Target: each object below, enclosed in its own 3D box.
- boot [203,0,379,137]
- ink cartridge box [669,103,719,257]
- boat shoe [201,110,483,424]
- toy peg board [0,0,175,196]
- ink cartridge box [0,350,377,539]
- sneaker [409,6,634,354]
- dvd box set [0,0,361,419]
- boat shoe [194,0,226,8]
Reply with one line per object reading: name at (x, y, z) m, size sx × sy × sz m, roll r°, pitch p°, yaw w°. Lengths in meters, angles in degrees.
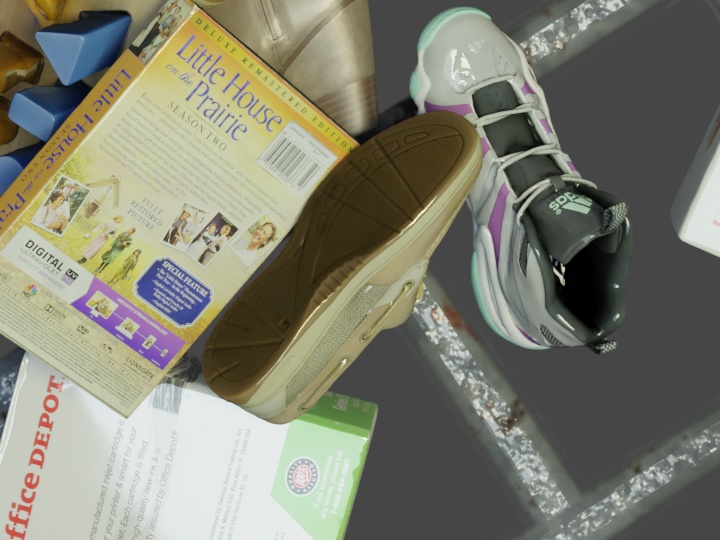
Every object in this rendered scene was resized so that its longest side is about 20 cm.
boot at (-0.086, -0.118, 1.596) m, size 0.200 × 0.070 × 0.146 m, roll -23°, pitch 92°, yaw 7°
ink cartridge box at (0.276, -0.082, 1.560) m, size 0.145 × 0.083 × 0.200 m, roll 24°, pitch 102°, yaw -1°
boat shoe at (0.000, 0.000, 1.545) m, size 0.200 × 0.072 × 0.065 m, roll -50°, pitch 136°, yaw 5°
toy peg board at (-0.209, -0.136, 1.523) m, size 0.199 × 0.098 × 0.200 m, roll 34°, pitch 121°, yaw 18°
ink cartridge box at (-0.105, 0.125, 1.630) m, size 0.200 × 0.084 × 0.146 m, roll 16°, pitch 101°, yaw 1°
sneaker at (0.101, -0.048, 1.547) m, size 0.078 × 0.140 × 0.200 m, roll -26°, pitch 105°, yaw -19°
dvd box set at (-0.111, -0.033, 1.518) m, size 0.200 × 0.029 × 0.146 m, roll -50°, pitch 131°, yaw 3°
boat shoe at (-0.129, -0.222, 1.558) m, size 0.065 × 0.071 × 0.200 m, roll -35°, pitch 73°, yaw 33°
